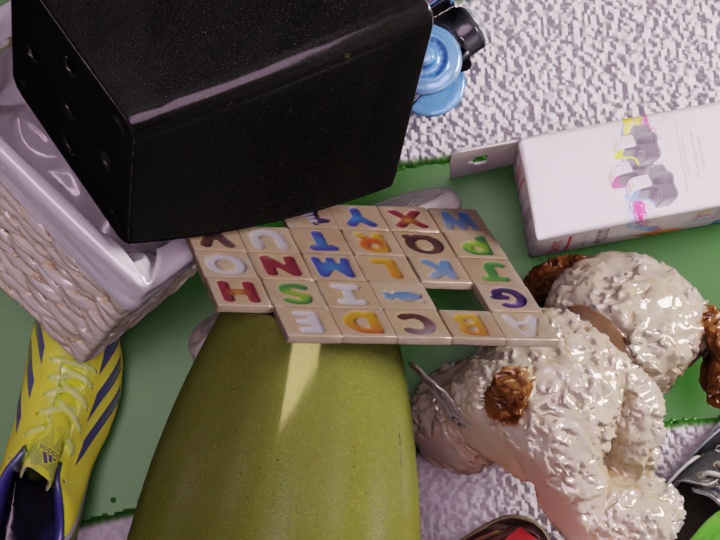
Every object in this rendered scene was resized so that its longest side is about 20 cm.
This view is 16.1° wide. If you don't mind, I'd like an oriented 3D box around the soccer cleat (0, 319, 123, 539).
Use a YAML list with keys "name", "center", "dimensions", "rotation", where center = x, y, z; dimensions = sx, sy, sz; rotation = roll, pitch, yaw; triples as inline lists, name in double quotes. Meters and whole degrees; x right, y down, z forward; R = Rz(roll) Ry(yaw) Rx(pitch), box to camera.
- name: "soccer cleat"
  center: [-0.194, 0.104, 1.615]
  dimensions: [0.065, 0.084, 0.201]
  rotation: [12, 85, 3]

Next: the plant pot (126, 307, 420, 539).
- name: "plant pot"
  center: [-0.040, 0.106, 1.525]
  dimensions: [0.187, 0.187, 0.200]
  rotation: [11, 112, 2]

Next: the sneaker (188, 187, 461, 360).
- name: "sneaker"
  center: [-0.010, 0.025, 1.632]
  dimensions: [0.200, 0.075, 0.085]
  rotation: [-33, 102, -5]

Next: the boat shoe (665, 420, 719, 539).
- name: "boat shoe"
  center: [0.227, 0.151, 1.608]
  dimensions: [0.072, 0.071, 0.200]
  rotation: [43, 87, 5]

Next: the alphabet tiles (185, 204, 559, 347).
- name: "alphabet tiles"
  center: [0.000, 0.000, 1.510]
  dimensions: [0.200, 0.167, 0.008]
  rotation: [2, 118, -18]

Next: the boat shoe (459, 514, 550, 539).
- name: "boat shoe"
  center: [0.038, 0.224, 1.604]
  dimensions: [0.200, 0.072, 0.072]
  rotation: [-34, 85, -2]

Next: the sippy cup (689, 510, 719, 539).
- name: "sippy cup"
  center: [0.264, 0.232, 1.574]
  dimensions: [0.130, 0.178, 0.140]
  rotation: [-36, 59, -17]

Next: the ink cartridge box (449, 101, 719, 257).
- name: "ink cartridge box"
  center: [0.160, -0.055, 1.607]
  dimensions: [0.200, 0.115, 0.068]
  rotation: [-10, 84, 1]

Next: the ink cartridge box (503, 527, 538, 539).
- name: "ink cartridge box"
  center: [0.130, 0.235, 1.533]
  dimensions: [0.067, 0.116, 0.200]
  rotation: [-42, 120, -8]

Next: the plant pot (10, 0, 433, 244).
- name: "plant pot"
  center: [-0.095, -0.131, 1.479]
  dimensions: [0.177, 0.200, 0.200]
  rotation: [-30, 69, -20]

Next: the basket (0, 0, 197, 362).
- name: "basket"
  center: [-0.181, -0.058, 1.589]
  dimensions: [0.200, 0.123, 0.136]
  rotation: [45, 50, 6]

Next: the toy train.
- name: "toy train"
  center: [-0.019, -0.127, 1.635]
  dimensions: [0.200, 0.087, 0.114]
  rotation: [-34, 79, -2]

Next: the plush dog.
- name: "plush dog"
  center: [0.139, 0.057, 1.570]
  dimensions: [0.200, 0.161, 0.172]
  rotation: [29, 62, 29]
